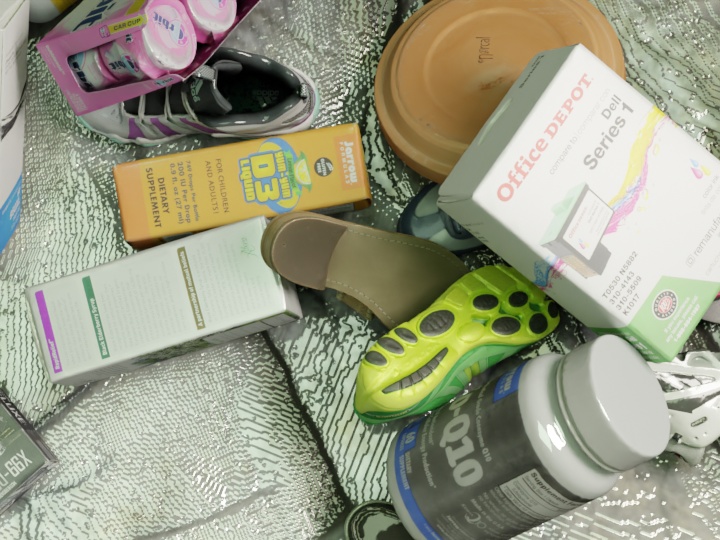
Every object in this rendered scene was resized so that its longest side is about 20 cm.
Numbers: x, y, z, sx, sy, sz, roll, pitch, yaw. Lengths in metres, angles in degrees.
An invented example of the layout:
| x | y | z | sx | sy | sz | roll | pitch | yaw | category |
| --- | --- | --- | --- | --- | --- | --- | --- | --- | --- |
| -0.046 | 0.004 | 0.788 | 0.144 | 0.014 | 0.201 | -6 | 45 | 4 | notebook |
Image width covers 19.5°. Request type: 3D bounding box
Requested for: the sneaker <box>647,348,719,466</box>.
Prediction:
| x | y | z | sx | sy | sz | roll | pitch | yaw | category |
| --- | --- | --- | --- | --- | --- | --- | --- | --- | --- |
| 0.233 | 0.108 | 1.625 | 0.198 | 0.074 | 0.089 | -3 | 81 | 2 | sneaker |

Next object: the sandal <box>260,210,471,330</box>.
| x | y | z | sx | sy | sz | roll | pitch | yaw | category |
| --- | --- | --- | --- | --- | --- | --- | --- | --- | --- |
| 0.002 | -0.005 | 1.637 | 0.211 | 0.070 | 0.078 | 21 | 97 | -35 | sandal |

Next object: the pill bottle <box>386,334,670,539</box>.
| x | y | z | sx | sy | sz | roll | pitch | yaw | category |
| --- | --- | --- | --- | --- | --- | --- | --- | --- | --- |
| 0.125 | 0.131 | 1.561 | 0.199 | 0.113 | 0.115 | -31 | 81 | 34 | pill bottle |

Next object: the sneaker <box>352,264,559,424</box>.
| x | y | z | sx | sy | sz | roll | pitch | yaw | category |
| --- | --- | --- | --- | --- | --- | --- | --- | --- | --- |
| 0.068 | 0.058 | 1.624 | 0.199 | 0.084 | 0.074 | -25 | 74 | -31 | sneaker |

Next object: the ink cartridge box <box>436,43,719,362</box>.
| x | y | z | sx | sy | sz | roll | pitch | yaw | category |
| --- | --- | --- | --- | --- | --- | --- | --- | --- | --- |
| 0.179 | -0.049 | 1.547 | 0.199 | 0.084 | 0.145 | 38 | 80 | -13 | ink cartridge box |

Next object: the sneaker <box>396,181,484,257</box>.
| x | y | z | sx | sy | sz | roll | pitch | yaw | category |
| --- | --- | --- | --- | --- | --- | --- | --- | --- | --- |
| 0.119 | -0.068 | 1.647 | 0.199 | 0.082 | 0.071 | -26 | 84 | -1 | sneaker |

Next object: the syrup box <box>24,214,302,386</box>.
| x | y | z | sx | sy | sz | roll | pitch | yaw | category |
| --- | --- | --- | --- | --- | --- | --- | --- | --- | --- |
| -0.153 | 0.026 | 1.637 | 0.198 | 0.079 | 0.082 | -16 | 82 | 7 | syrup box |

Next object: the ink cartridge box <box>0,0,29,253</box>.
| x | y | z | sx | sy | sz | roll | pitch | yaw | category |
| --- | --- | --- | --- | --- | --- | --- | --- | --- | --- |
| -0.336 | -0.122 | 1.623 | 0.143 | 0.084 | 0.202 | 10 | 118 | 3 | ink cartridge box |

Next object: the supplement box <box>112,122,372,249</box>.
| x | y | z | sx | sy | sz | roll | pitch | yaw | category |
| --- | --- | --- | --- | --- | --- | --- | --- | --- | --- |
| -0.092 | -0.067 | 1.663 | 0.198 | 0.069 | 0.067 | -11 | 85 | -2 | supplement box |

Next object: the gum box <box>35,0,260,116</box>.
| x | y | z | sx | sy | sz | roll | pitch | yaw | category |
| --- | --- | --- | --- | --- | --- | --- | --- | --- | --- |
| -0.149 | -0.201 | 1.602 | 0.113 | 0.200 | 0.066 | -13 | 117 | 36 | gum box |

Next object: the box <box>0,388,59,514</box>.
| x | y | z | sx | sy | sz | roll | pitch | yaw | category |
| --- | --- | --- | --- | --- | --- | --- | --- | --- | --- |
| -0.362 | 0.157 | 1.652 | 0.200 | 0.050 | 0.158 | -42 | 84 | -3 | box |

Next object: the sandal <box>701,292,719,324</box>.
| x | y | z | sx | sy | sz | roll | pitch | yaw | category |
| --- | --- | --- | --- | --- | --- | --- | --- | --- | --- |
| 0.250 | -0.008 | 1.631 | 0.198 | 0.045 | 0.076 | 19 | 86 | -16 | sandal |

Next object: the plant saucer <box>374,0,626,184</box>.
| x | y | z | sx | sy | sz | roll | pitch | yaw | category |
| --- | --- | --- | --- | --- | --- | --- | --- | --- | --- |
| 0.107 | -0.152 | 1.641 | 0.198 | 0.032 | 0.202 | -6 | 55 | 8 | plant saucer |

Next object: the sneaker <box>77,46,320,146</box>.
| x | y | z | sx | sy | sz | roll | pitch | yaw | category |
| --- | --- | --- | --- | --- | --- | --- | --- | --- | --- |
| -0.133 | -0.142 | 1.635 | 0.198 | 0.140 | 0.079 | -3 | 87 | 2 | sneaker |

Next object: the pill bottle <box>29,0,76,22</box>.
| x | y | z | sx | sy | sz | roll | pitch | yaw | category |
| --- | --- | --- | --- | --- | --- | --- | --- | --- | --- |
| -0.249 | -0.270 | 1.671 | 0.200 | 0.112 | 0.112 | -41 | 83 | -4 | pill bottle |

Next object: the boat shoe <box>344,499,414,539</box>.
| x | y | z | sx | sy | sz | roll | pitch | yaw | category |
| --- | --- | --- | --- | --- | --- | --- | --- | --- | --- |
| 0.069 | 0.250 | 1.619 | 0.201 | 0.061 | 0.072 | 41 | 86 | 6 | boat shoe |
